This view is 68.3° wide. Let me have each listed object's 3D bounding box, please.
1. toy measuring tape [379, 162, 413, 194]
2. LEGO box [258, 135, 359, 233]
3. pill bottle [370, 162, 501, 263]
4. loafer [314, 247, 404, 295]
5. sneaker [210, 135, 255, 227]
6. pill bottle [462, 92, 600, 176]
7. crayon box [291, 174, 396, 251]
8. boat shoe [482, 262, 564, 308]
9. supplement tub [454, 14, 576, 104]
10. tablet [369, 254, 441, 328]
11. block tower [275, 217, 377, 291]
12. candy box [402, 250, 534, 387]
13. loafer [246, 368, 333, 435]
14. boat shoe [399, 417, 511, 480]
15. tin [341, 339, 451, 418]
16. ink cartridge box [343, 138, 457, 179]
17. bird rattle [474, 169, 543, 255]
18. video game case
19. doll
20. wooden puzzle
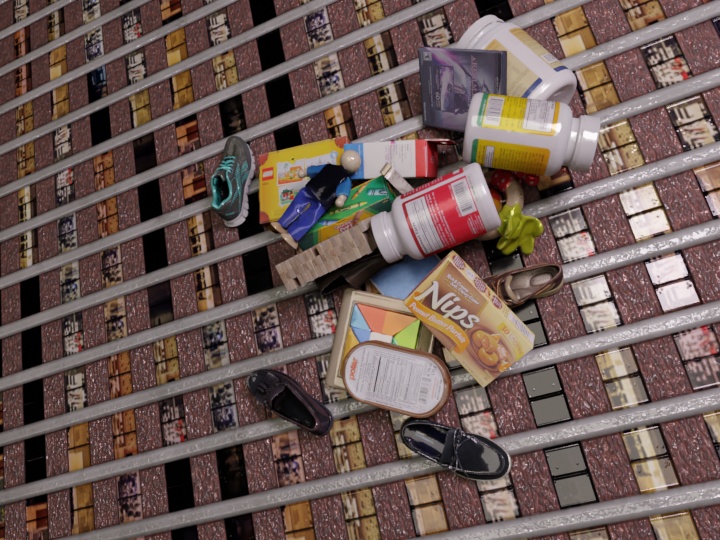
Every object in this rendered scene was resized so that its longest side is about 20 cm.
[{"bbox_3d":[0.103,-0.126,0.969,0.199,0.074,0.074,39,90,-23],"label":"toy measuring tape"},{"bbox_3d":[-0.105,-0.171,1.080,0.196,0.077,0.153,-8,75,17],"label":"LEGO box"},{"bbox_3d":[0.122,-0.088,0.880,0.197,0.112,0.114,-22,72,16],"label":"pill bottle"},{"bbox_3d":[0.000,0.000,0.995,0.197,0.073,0.073,-19,63,24],"label":"loafer"},{"bbox_3d":[-0.278,-0.201,1.137,0.076,0.091,0.205,-5,76,16],"label":"sneaker"},{"bbox_3d":[0.270,-0.215,0.849,0.196,0.113,0.115,11,81,15],"label":"pill bottle"},{"bbox_3d":[-0.017,-0.086,0.998,0.197,0.119,0.059,-23,55,16],"label":"crayon box"},{"bbox_3d":[0.254,0.033,0.918,0.196,0.072,0.074,-17,73,14],"label":"boat shoe"},{"bbox_3d":[0.271,-0.348,0.962,0.144,0.144,0.201,-40,69,5],"label":"supplement tub"},{"bbox_3d":[0.089,0.004,1.011,0.130,0.014,0.201,-42,69,5],"label":"tablet"},{"bbox_3d":[-0.060,-0.025,0.951,0.197,0.054,0.059,-27,95,21],"label":"block tower"},{"bbox_3d":[0.181,0.081,0.892,0.200,0.055,0.116,47,117,4],"label":"candy box"},{"bbox_3d":[-0.141,0.244,1.004,0.197,0.063,0.073,26,86,22],"label":"loafer"},{"bbox_3d":[0.155,0.301,0.895,0.196,0.062,0.076,16,81,19],"label":"boat shoe"},{"bbox_3d":[0.061,0.187,0.928,0.196,0.042,0.115,10,81,18],"label":"tin"},{"bbox_3d":[0.078,-0.207,1.001,0.195,0.116,0.069,2,100,19],"label":"ink cartridge box"},{"bbox_3d":[0.242,-0.128,0.946,0.161,0.112,0.205,-10,74,37],"label":"bird rattle"},{"bbox_3d":[0.181,-0.324,0.962,0.019,0.146,0.199,-25,34,-28],"label":"video game case"},{"bbox_3d":[-0.076,-0.139,0.951,0.200,0.048,0.136,-46,53,2],"label":"doll"},{"bbox_3d":[0.035,0.140,0.976,0.196,0.037,0.189,10,85,22],"label":"wooden puzzle"}]
